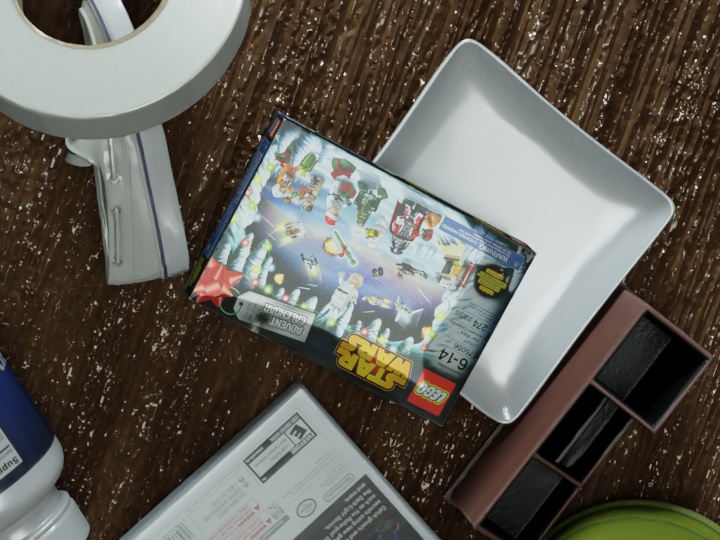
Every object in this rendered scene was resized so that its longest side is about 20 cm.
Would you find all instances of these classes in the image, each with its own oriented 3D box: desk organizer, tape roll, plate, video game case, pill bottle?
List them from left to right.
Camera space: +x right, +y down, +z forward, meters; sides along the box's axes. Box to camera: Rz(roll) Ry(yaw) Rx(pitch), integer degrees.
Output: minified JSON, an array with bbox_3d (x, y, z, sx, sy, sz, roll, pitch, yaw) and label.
[{"bbox_3d":[-0.265,0.112,1.414,0.111,0.111,0.201,-32,105,-3],"label":"pill bottle"},{"bbox_3d":[-0.167,-0.181,1.362,0.201,0.037,0.204,-1,70,3],"label":"tape roll"},{"bbox_3d":[-0.059,0.209,1.519,0.200,0.023,0.182,-42,105,-2],"label":"video game case"},{"bbox_3d":[0.086,-0.026,1.495,0.199,0.032,0.200,37,92,-16],"label":"plate"},{"bbox_3d":[0.153,0.111,1.512,0.072,0.077,0.200,37,92,-15],"label":"desk organizer"}]

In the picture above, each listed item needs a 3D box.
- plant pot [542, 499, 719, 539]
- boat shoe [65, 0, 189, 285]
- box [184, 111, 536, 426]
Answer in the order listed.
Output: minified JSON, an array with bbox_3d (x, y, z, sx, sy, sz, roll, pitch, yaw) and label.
[{"bbox_3d":[0.187,0.270,1.458,0.199,0.193,0.202,0,93,9],"label":"plant pot"},{"bbox_3d":[-0.165,-0.087,1.419,0.065,0.072,0.201,-15,110,-10],"label":"boat shoe"},{"bbox_3d":[0.000,0.000,1.448,0.199,0.040,0.137,27,97,-14],"label":"box"}]
